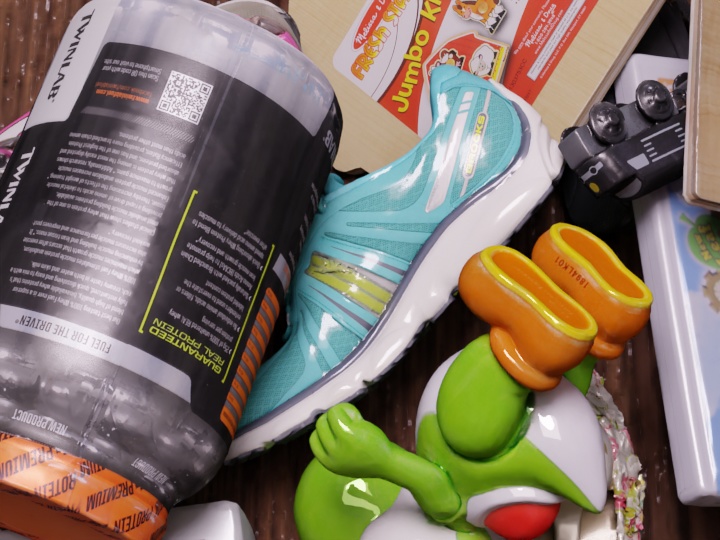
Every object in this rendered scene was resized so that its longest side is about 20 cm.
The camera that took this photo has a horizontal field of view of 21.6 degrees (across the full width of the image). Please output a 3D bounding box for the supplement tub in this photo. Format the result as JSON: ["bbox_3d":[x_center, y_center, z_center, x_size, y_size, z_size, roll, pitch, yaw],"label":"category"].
[{"bbox_3d":[-0.091,0.004,0.739,0.122,0.123,0.201,17,69,8],"label":"supplement tub"}]

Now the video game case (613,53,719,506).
[{"bbox_3d":[0.206,0.005,0.825,0.181,0.022,0.202,4,66,-21],"label":"video game case"}]

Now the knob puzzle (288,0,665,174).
[{"bbox_3d":[0.044,-0.130,0.880,0.218,0.030,0.222,-5,82,34],"label":"knob puzzle"}]

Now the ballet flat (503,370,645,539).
[{"bbox_3d":[0.089,0.115,0.797,0.075,0.064,0.202,-5,67,0],"label":"ballet flat"}]

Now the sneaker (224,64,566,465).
[{"bbox_3d":[0.000,0.000,0.811,0.080,0.078,0.200,42,90,2],"label":"sneaker"}]

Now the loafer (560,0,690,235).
[{"bbox_3d":[0.126,-0.112,0.892,0.072,0.073,0.202,1,73,-19],"label":"loafer"}]

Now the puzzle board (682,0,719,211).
[{"bbox_3d":[0.220,-0.084,0.818,0.199,0.017,0.152,11,75,-29],"label":"puzzle board"}]

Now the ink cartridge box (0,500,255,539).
[{"bbox_3d":[-0.105,0.204,0.757,0.145,0.083,0.202,-8,67,-2],"label":"ink cartridge box"}]

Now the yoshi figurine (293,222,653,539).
[{"bbox_3d":[0.029,0.069,0.767,0.112,0.201,0.112,20,28,-14],"label":"yoshi figurine"}]

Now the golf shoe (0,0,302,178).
[{"bbox_3d":[-0.112,-0.057,0.878,0.199,0.092,0.073,-29,108,6],"label":"golf shoe"}]

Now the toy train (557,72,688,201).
[{"bbox_3d":[0.168,-0.076,0.814,0.199,0.034,0.046,-26,82,-30],"label":"toy train"}]
